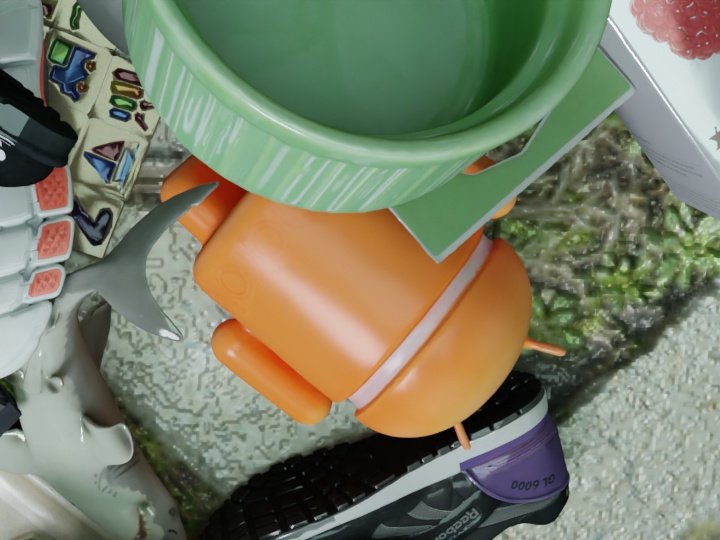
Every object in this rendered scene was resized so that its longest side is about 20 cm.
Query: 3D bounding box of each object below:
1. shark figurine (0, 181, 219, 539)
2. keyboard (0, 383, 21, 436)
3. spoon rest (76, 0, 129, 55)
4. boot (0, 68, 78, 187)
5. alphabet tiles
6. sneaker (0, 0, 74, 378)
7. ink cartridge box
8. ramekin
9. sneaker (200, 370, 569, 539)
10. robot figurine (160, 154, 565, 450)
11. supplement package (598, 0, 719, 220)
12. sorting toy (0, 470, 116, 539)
[{"bbox_3d":[-0.130,0.036,0.796,0.127,0.090,0.216,18,135,9],"label":"shark figurine"},{"bbox_3d":[-0.260,0.101,0.755,0.200,0.021,0.127,-43,131,15],"label":"keyboard"},{"bbox_3d":[-0.125,-0.178,0.784,0.200,0.061,0.100,39,86,-27],"label":"spoon rest"},{"bbox_3d":[-0.234,-0.039,0.686,0.197,0.073,0.163,31,94,9],"label":"boot"},{"bbox_3d":[-0.202,-0.086,0.812,0.198,0.006,0.168,21,98,-12],"label":"alphabet tiles"},{"bbox_3d":[-0.166,-0.046,0.759,0.076,0.082,0.202,0,78,-5],"label":"sneaker"},{"bbox_3d":[0.010,-0.113,0.759,0.145,0.048,0.200,-40,89,-25],"label":"ink cartridge box"},{"bbox_3d":[-0.005,-0.122,0.679,0.198,0.098,0.202,5,71,-15],"label":"ramekin"},{"bbox_3d":[0.018,0.134,0.860,0.198,0.076,0.088,-22,110,-3],"label":"sneaker"},{"bbox_3d":[-0.001,0.001,0.797,0.200,0.117,0.144,40,77,-2],"label":"robot figurine"},{"bbox_3d":[0.163,-0.137,0.797,0.121,0.120,0.200,-39,104,1],"label":"supplement package"},{"bbox_3d":[-0.231,0.175,0.848,0.185,0.036,0.200,40,94,-14],"label":"sorting toy"}]
